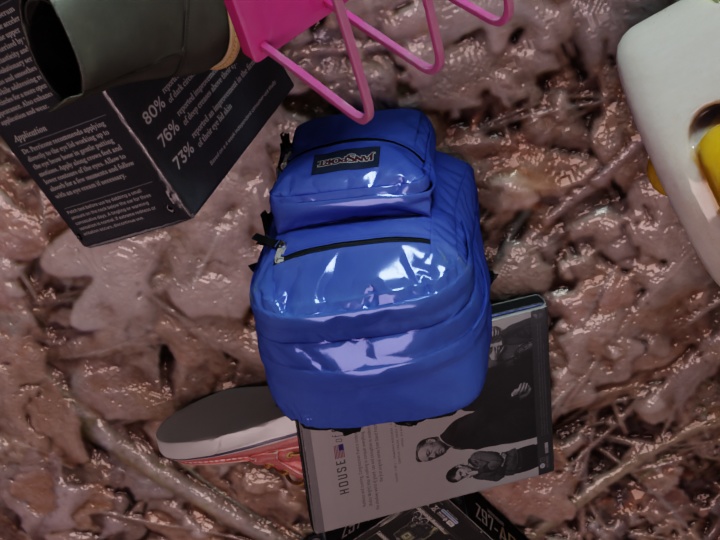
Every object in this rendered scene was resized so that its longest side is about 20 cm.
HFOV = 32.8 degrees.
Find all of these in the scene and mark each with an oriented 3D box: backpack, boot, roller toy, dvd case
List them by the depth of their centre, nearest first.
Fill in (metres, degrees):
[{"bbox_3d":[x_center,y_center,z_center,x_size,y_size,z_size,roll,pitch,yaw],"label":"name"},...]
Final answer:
[{"bbox_3d":[-0.136,-0.193,0.640,0.077,0.138,0.202,-14,101,45],"label":"boot"},{"bbox_3d":[0.239,-0.082,0.736,0.139,0.202,0.182,-26,145,21],"label":"roller toy"},{"bbox_3d":[0.000,0.000,0.800,0.160,0.201,0.169,-11,121,12],"label":"backpack"},{"bbox_3d":[0.049,0.109,0.922,0.197,0.025,0.152,-12,116,-11],"label":"dvd case"}]

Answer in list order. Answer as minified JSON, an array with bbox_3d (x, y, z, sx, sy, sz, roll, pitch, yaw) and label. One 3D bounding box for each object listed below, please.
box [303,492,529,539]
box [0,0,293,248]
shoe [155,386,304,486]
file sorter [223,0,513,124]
[{"bbox_3d":[0.069,0.269,1.054,0.160,0.044,0.200,-37,112,24],"label":"box"},{"bbox_3d":[-0.154,-0.141,0.743,0.103,0.149,0.201,-12,122,37],"label":"box"},{"bbox_3d":[-0.057,0.141,0.967,0.197,0.072,0.092,-14,115,8],"label":"shoe"},{"bbox_3d":[0.031,-0.191,0.619,0.199,0.125,0.140,-37,139,-15],"label":"file sorter"}]
